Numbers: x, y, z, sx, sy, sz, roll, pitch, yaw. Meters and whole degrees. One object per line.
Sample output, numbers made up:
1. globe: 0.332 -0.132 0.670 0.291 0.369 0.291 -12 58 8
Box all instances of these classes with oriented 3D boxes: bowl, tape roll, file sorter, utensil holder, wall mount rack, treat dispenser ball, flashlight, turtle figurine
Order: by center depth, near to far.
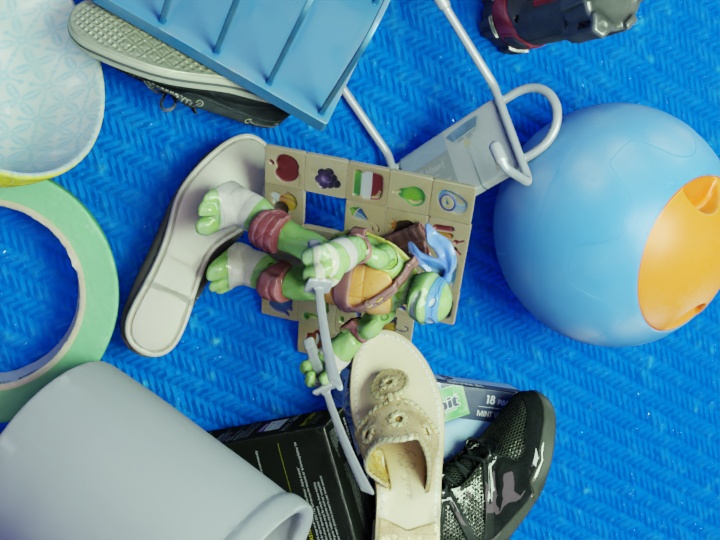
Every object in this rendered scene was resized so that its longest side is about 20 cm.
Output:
1. bowl: -0.296 -0.143 0.768 0.107 0.200 0.201 -21 106 32
2. turtle figurine: -0.044 0.026 0.776 0.193 0.144 0.201 23 83 25
3. file sorter: -0.072 -0.232 0.786 0.199 0.123 0.140 28 60 -8
4. utensil holder: -0.163 0.188 0.786 0.199 0.170 0.171 32 87 16
5. tape roll: -0.292 0.017 0.830 0.198 0.048 0.203 -2 97 -15
6. flashlight: 0.160 -0.215 0.849 0.067 0.200 0.068 -21 101 -13
7. wall mount rack: 0.056 -0.120 0.864 0.074 0.199 0.175 21 46 -52
8. treat dispenser ball: 0.211 -0.038 0.883 0.199 0.201 0.203 -2 97 -15

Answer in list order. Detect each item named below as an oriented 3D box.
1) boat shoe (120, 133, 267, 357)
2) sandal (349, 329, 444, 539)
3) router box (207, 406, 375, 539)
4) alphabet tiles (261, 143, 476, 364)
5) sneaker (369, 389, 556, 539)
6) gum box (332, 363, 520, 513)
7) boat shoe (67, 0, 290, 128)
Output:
1. boat shoe: -0.140 -0.024 0.870 0.067 0.057 0.201 30 83 -19
2. sandal: 0.035 0.145 0.824 0.077 0.070 0.214 -2 77 -6
3. router box: -0.059 0.225 0.873 0.148 0.051 0.202 -13 97 22
4. alphabet tiles: 0.000 0.000 0.856 0.165 0.008 0.201 12 128 9
5. sneaker: 0.083 0.179 0.891 0.114 0.076 0.200 31 93 -23
6. gum box: 0.046 0.193 0.945 0.168 0.045 0.202 9 95 -16
7. boat shoe: -0.135 -0.159 0.837 0.198 0.062 0.075 13 55 -24
